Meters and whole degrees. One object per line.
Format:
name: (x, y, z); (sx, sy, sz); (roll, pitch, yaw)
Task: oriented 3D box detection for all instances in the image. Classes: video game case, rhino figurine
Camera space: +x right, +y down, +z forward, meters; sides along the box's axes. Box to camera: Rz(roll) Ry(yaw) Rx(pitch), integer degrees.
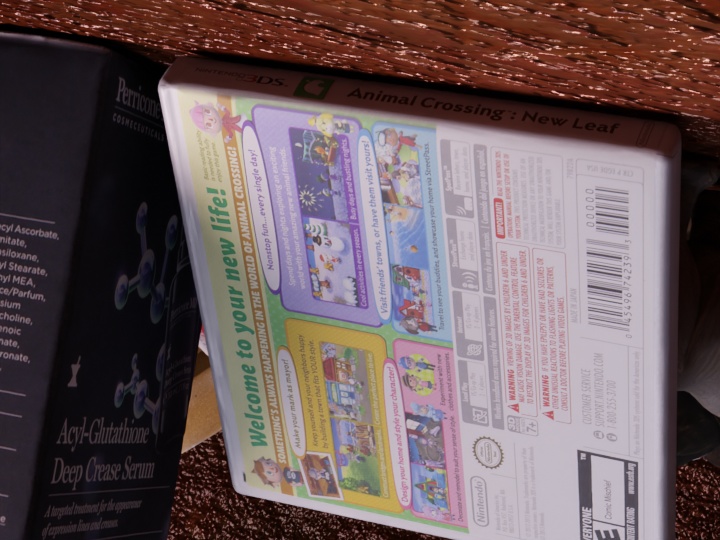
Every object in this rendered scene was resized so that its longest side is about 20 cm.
video game case: (0.025, 0.021, 0.703); (0.180, 0.201, 0.022); (10, -138, 20)
rhino figurine: (0.144, 0.013, 0.762); (0.059, 0.088, 0.199); (7, 174, 43)

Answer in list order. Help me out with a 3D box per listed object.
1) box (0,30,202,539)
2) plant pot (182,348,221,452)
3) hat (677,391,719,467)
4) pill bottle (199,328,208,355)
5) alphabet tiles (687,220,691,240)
box: (-0.133, 0.018, 0.759); (0.106, 0.202, 0.148); (8, 178, 15)
plant pot: (-0.085, 0.043, 1.091); (0.028, 0.200, 0.200); (55, 161, -17)
hat: (0.122, 0.060, 0.930); (0.200, 0.081, 0.201); (39, 164, 14)
pill bottle: (0.000, 0.000, 0.834); (0.111, 0.113, 0.200); (11, 177, -26)
alphabet tiles: (0.186, -0.013, 0.898); (0.198, 0.015, 0.195); (10, 178, 20)
